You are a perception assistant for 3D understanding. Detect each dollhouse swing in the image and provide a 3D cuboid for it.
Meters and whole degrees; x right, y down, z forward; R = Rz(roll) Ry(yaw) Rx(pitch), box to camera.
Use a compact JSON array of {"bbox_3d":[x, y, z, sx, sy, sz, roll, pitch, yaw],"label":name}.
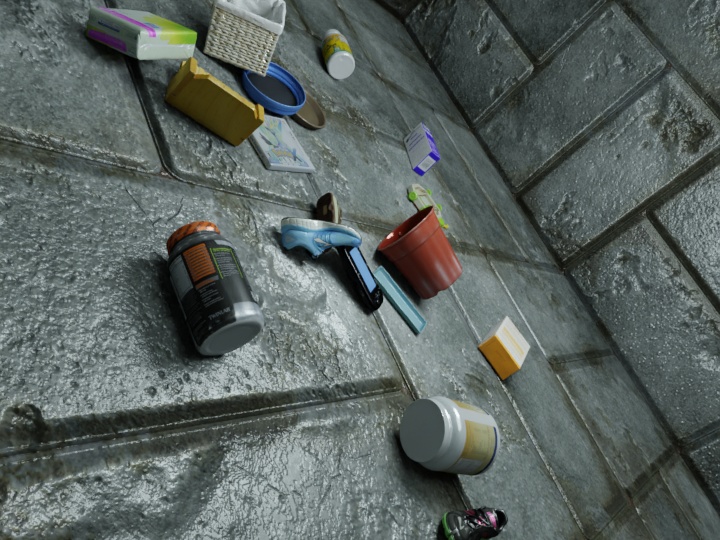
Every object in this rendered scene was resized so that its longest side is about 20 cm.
[{"bbox_3d":[-0.331,-0.433,1.374,0.197,0.180,0.180,29,54,-33],"label":"dollhouse swing"}]

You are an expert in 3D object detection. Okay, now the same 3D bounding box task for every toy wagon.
[{"bbox_3d":[0.247,-0.227,2.117,0.203,0.039,0.154,57,28,8],"label":"toy wagon"}]

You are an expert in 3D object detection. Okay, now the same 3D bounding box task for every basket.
[{"bbox_3d":[-0.321,-0.681,1.624,0.195,0.163,0.201,15,40,-18],"label":"basket"}]

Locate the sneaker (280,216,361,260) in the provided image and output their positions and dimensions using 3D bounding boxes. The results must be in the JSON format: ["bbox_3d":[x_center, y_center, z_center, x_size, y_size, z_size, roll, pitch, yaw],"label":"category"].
[{"bbox_3d":[-0.092,-0.069,1.341,0.194,0.093,0.078,6,4,-18],"label":"sneaker"}]

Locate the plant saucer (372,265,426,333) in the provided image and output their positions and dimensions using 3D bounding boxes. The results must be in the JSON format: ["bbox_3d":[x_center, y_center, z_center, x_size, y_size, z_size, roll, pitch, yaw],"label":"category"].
[{"bbox_3d":[0.102,0.080,1.556,0.202,0.019,0.070,52,28,-1],"label":"plant saucer"}]

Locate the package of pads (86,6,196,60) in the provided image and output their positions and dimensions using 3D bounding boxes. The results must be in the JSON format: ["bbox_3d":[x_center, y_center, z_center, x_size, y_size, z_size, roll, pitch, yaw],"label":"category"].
[{"bbox_3d":[-0.483,-0.523,1.289,0.151,0.070,0.200,25,26,13],"label":"package of pads"}]

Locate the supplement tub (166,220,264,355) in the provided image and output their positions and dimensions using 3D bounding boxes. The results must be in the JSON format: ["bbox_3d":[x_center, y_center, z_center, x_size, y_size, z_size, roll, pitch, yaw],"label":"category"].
[{"bbox_3d":[-0.250,0.027,0.979,0.121,0.122,0.204,4,52,-53],"label":"supplement tub"}]

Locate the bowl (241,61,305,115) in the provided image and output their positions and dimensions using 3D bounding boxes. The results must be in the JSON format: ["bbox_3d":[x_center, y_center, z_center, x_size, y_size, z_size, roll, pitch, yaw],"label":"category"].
[{"bbox_3d":[-0.253,-0.530,1.688,0.196,0.040,0.204,24,41,-22],"label":"bowl"}]

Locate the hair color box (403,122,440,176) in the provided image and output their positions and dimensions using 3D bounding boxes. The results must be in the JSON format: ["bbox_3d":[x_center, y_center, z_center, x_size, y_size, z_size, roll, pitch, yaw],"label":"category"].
[{"bbox_3d":[0.247,-0.491,2.355,0.064,0.109,0.204,26,37,-36],"label":"hair color box"}]

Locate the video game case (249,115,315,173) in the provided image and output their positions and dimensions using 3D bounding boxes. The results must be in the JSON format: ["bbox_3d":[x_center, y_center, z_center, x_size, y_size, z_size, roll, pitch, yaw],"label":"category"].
[{"bbox_3d":[-0.226,-0.344,1.565,0.185,0.022,0.198,58,29,13],"label":"video game case"}]

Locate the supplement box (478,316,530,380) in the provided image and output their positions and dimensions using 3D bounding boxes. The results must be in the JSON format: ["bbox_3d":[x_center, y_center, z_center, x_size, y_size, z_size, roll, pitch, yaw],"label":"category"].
[{"bbox_3d":[0.453,0.240,1.828,0.127,0.073,0.199,53,28,6],"label":"supplement box"}]

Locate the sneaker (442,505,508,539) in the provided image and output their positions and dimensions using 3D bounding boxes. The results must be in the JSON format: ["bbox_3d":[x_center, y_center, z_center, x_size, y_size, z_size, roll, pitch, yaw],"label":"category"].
[{"bbox_3d":[0.231,0.505,1.168,0.197,0.083,0.078,12,45,-50],"label":"sneaker"}]

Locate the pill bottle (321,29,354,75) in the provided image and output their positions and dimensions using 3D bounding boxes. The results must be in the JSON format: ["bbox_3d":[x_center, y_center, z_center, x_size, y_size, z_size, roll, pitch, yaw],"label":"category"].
[{"bbox_3d":[-0.093,-0.849,2.269,0.111,0.112,0.204,24,38,-40],"label":"pill bottle"}]

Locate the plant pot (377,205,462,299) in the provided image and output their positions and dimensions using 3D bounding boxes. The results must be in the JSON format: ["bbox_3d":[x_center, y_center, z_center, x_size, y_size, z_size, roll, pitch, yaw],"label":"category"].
[{"bbox_3d":[0.180,-0.042,1.650,0.197,0.198,0.201,53,27,-10],"label":"plant pot"}]

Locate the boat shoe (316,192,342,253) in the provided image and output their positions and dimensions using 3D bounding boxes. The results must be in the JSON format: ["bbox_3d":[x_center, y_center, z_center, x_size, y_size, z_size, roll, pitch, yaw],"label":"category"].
[{"bbox_3d":[-0.073,-0.109,1.464,0.075,0.073,0.206,51,30,-35],"label":"boat shoe"}]

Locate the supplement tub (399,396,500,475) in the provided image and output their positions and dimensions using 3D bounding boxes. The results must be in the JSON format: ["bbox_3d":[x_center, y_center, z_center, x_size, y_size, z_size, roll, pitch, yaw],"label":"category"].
[{"bbox_3d":[0.189,0.348,1.229,0.197,0.144,0.147,24,37,-40],"label":"supplement tub"}]

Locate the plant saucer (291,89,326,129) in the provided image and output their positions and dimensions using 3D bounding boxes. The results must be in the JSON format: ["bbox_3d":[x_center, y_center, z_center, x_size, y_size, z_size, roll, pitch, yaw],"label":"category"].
[{"bbox_3d":[-0.188,-0.516,1.820,0.198,0.029,0.203,36,32,-26],"label":"plant saucer"}]

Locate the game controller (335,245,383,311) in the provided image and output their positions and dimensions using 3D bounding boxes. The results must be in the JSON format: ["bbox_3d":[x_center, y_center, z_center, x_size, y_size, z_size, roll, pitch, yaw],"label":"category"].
[{"bbox_3d":[0.000,0.000,1.436,0.204,0.041,0.104,63,28,-7],"label":"game controller"}]
